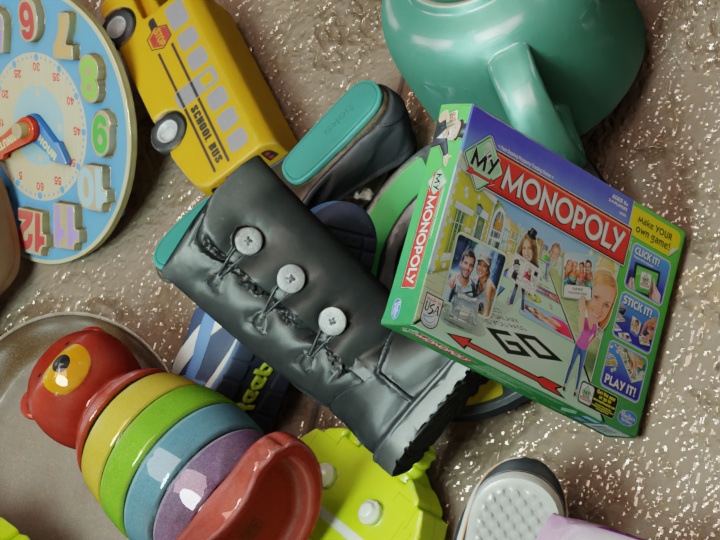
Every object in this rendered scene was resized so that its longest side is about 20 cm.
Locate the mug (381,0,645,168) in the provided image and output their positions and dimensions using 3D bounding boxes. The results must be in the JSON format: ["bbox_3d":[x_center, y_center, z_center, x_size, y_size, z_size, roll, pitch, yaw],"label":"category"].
[{"bbox_3d":[0.099,-0.158,1.599,0.152,0.114,0.185,-48,45,-10],"label":"mug"}]

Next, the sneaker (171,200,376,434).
[{"bbox_3d":[-0.065,0.025,1.662,0.200,0.074,0.082,-53,38,22],"label":"sneaker"}]

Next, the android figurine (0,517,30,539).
[{"bbox_3d":[-0.251,0.230,1.667,0.182,0.041,0.201,2,112,34],"label":"android figurine"}]

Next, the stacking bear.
[{"bbox_3d":[-0.128,0.108,1.575,0.200,0.114,0.122,37,85,30],"label":"stacking bear"}]

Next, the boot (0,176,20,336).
[{"bbox_3d":[-0.317,0.026,1.844,0.146,0.070,0.201,-17,69,37],"label":"boot"}]

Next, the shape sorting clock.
[{"bbox_3d":[-0.231,-0.103,1.830,0.200,0.039,0.201,14,111,40],"label":"shape sorting clock"}]

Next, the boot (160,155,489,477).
[{"bbox_3d":[-0.001,0.001,1.561,0.200,0.066,0.165,42,89,17],"label":"boot"}]

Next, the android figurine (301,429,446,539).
[{"bbox_3d":[-0.025,0.182,1.598,0.182,0.041,0.200,38,95,39],"label":"android figurine"}]

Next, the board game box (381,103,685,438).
[{"bbox_3d":[0.105,0.003,1.491,0.029,0.200,0.135,1,70,48],"label":"board game box"}]

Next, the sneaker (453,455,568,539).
[{"bbox_3d":[0.080,0.204,1.507,0.078,0.079,0.201,19,106,5],"label":"sneaker"}]

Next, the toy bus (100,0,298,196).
[{"bbox_3d":[-0.112,-0.127,1.784,0.078,0.065,0.200,-38,53,14],"label":"toy bus"}]

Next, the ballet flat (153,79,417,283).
[{"bbox_3d":[-0.043,-0.043,1.695,0.200,0.073,0.073,-38,53,5],"label":"ballet flat"}]

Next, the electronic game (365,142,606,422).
[{"bbox_3d":[0.074,-0.001,1.617,0.199,0.042,0.201,-14,63,30],"label":"electronic game"}]

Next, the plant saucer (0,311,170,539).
[{"bbox_3d":[-0.189,0.128,1.680,0.200,0.032,0.201,-4,81,27],"label":"plant saucer"}]

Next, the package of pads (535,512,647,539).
[{"bbox_3d":[0.195,0.199,1.396,0.200,0.120,0.076,14,78,37],"label":"package of pads"}]
